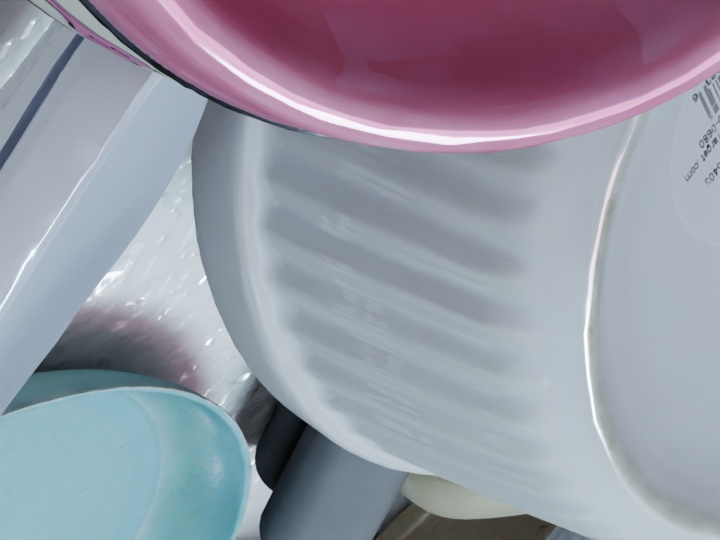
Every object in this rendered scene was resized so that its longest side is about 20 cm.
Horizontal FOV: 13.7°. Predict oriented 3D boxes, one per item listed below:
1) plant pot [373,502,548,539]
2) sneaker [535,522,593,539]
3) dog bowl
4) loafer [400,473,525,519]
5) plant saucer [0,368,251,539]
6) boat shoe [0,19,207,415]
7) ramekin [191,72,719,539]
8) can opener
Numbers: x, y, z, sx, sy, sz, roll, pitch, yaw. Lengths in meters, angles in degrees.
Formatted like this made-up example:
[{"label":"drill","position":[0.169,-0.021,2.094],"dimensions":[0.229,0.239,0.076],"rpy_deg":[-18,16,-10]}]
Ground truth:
[{"label":"plant pot","position":[0.104,0.165,1.012],"dimensions":[0.200,0.184,0.201],"rpy_deg":[-30,152,-18]},{"label":"sneaker","position":[0.064,0.162,0.875],"dimensions":[0.201,0.108,0.070],"rpy_deg":[-56,149,7]},{"label":"dog bowl","position":[0.016,-0.109,0.496],"dimensions":[0.199,0.074,0.201],"rpy_deg":[-9,119,-17]},{"label":"loafer","position":[0.100,0.021,0.855],"dimensions":[0.199,0.076,0.068],"rpy_deg":[-14,139,0]},{"label":"plant saucer","position":[-0.118,0.093,0.790],"dimensions":[0.200,0.027,0.201],"rpy_deg":[-30,152,-18]},{"label":"boat shoe","position":[-0.103,0.008,0.630],"dimensions":[0.200,0.065,0.074],"rpy_deg":[-52,175,25]},{"label":"ramekin","position":[0.070,-0.032,0.670],"dimensions":[0.199,0.105,0.201],"rpy_deg":[-22,125,-34]},{"label":"can opener","position":[0.000,0.000,0.790],"dimensions":[0.066,0.054,0.200],"rpy_deg":[11,133,-17]}]
